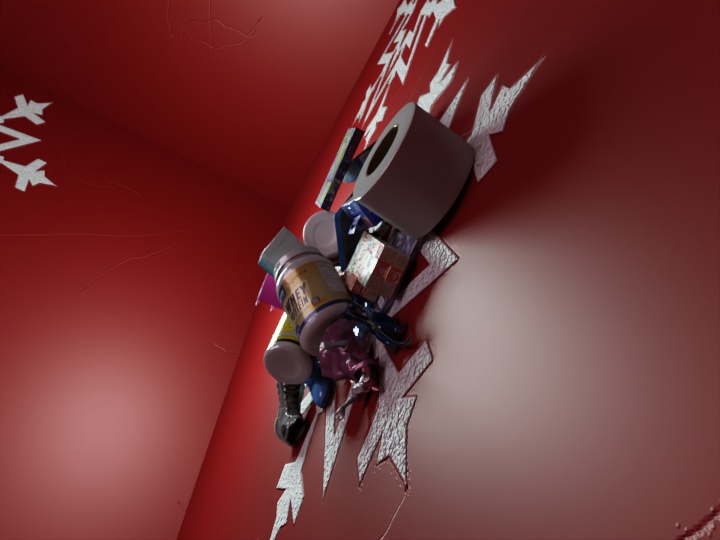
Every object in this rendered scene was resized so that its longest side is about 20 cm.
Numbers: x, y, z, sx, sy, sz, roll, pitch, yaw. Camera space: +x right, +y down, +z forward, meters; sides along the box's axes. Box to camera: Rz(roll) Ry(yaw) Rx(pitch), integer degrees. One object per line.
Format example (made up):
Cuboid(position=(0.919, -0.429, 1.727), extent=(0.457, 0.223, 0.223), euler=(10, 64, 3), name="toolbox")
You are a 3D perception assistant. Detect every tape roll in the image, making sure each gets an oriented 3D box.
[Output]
Cuboid(position=(0.093, -0.182, 1.037), extent=(0.204, 0.137, 0.204), euler=(-52, 18, 25), name="tape roll")

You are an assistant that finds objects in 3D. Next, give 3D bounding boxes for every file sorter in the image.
Cuboid(position=(-0.185, 0.067, 1.608), extent=(0.125, 0.196, 0.142), euler=(-39, 30, 66), name="file sorter")

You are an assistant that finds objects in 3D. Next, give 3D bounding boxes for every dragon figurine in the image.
Cuboid(position=(0.024, 0.094, 0.981), extent=(0.060, 0.098, 0.200), euler=(-64, 14, 6), name="dragon figurine")

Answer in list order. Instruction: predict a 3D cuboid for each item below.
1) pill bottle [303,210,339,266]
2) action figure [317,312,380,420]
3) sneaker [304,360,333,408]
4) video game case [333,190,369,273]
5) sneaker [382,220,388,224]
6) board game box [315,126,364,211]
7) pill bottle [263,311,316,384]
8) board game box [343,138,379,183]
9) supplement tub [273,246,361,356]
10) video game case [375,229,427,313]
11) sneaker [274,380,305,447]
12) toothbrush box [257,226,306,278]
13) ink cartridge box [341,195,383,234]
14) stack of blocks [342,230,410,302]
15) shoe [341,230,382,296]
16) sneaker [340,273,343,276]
Cuboid(position=(-0.070, -0.073, 1.446), extent=(0.200, 0.112, 0.117), euler=(42, -109, -77), name="pill bottle")
Cuboid(position=(-0.006, 0.176, 1.037), extent=(0.199, 0.146, 0.138), euler=(26, 126, 59), name="action figure")
Cuboid(position=(-0.111, 0.248, 1.291), extent=(0.067, 0.077, 0.200), euler=(-61, 16, 9), name="sneaker")
Cuboid(position=(-0.017, -0.105, 1.360), extent=(0.201, 0.017, 0.146), euler=(-59, -34, -57), name="video game case")
Cuboid(position=(0.047, -0.206, 1.387), extent=(0.067, 0.089, 0.203), euler=(-50, 21, 44), name="sneaker")
Cuboid(position=(-0.052, -0.244, 1.358), extent=(0.204, 0.032, 0.120), euler=(-65, 18, 7), name="board game box")
Cuboid(position=(-0.139, 0.149, 1.286), extent=(0.113, 0.111, 0.202), euler=(-55, 10, 36), name="pill bottle")
Cuboid(position=(0.041, -0.288, 1.431), extent=(0.199, 0.062, 0.199), euler=(-41, 7, -15), name="board game box")
Cuboid(position=(-0.095, 0.062, 1.201), extent=(0.146, 0.142, 0.202), euler=(-57, 48, 30), name="supplement tub")
Cuboid(position=(0.078, -0.027, 1.138), extent=(0.203, 0.019, 0.143), euler=(-63, 15, 13), name="video game case")
Cuboid(position=(-0.155, 0.317, 1.337), extent=(0.115, 0.073, 0.206), euler=(-169, 81, -67), name="sneaker")
Cuboid(position=(-0.171, -0.013, 1.404), extent=(0.086, 0.146, 0.200), euler=(-51, 5, -13), name="toothbrush box")
Cuboid(position=(0.040, -0.159, 1.216), extent=(0.199, 0.077, 0.136), euler=(-41, 9, -11), name="ink cartridge box")
Cuboid(position=(0.026, -0.002, 1.135), extent=(0.117, 0.057, 0.200), euler=(-65, 14, 6), name="stack of blocks")
Cuboid(position=(0.000, 0.000, 1.278), extent=(0.053, 0.069, 0.204), euler=(135, 157, -74), name="shoe")
Cuboid(position=(-0.036, 0.040, 1.342), extent=(0.081, 0.073, 0.203), euler=(-51, 20, 46), name="sneaker")
